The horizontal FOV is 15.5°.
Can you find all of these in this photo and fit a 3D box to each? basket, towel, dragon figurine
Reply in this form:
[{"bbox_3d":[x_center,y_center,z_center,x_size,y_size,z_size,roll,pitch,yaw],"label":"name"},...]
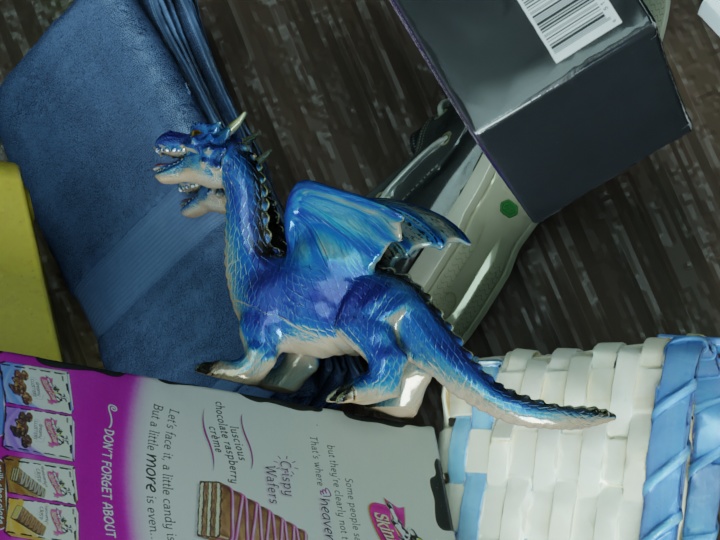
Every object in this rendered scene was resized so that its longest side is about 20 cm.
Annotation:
[{"bbox_3d":[0.126,0.104,0.989,0.199,0.139,0.177,7,79,19],"label":"basket"},{"bbox_3d":[-0.078,-0.014,1.082,0.112,0.048,0.200,-39,69,35],"label":"towel"},{"bbox_3d":[0.000,0.000,0.966,0.199,0.059,0.100,10,86,32],"label":"dragon figurine"}]

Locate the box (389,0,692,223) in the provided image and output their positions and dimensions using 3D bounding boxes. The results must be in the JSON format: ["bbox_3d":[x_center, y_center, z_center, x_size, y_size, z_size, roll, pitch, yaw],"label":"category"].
[{"bbox_3d":[0.036,-0.132,0.977,0.079,0.141,0.200,-32,73,7],"label":"box"}]

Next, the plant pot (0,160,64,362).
[{"bbox_3d":[-0.200,0.055,1.035,0.176,0.200,0.201,-13,75,-6],"label":"plant pot"}]

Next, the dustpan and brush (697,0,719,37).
[{"bbox_3d":[0.251,-0.133,1.063,0.200,0.057,0.140,-41,74,-1],"label":"dustpan and brush"}]

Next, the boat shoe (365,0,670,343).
[{"bbox_3d":[0.051,-0.053,1.074,0.068,0.072,0.200,33,83,36],"label":"boat shoe"}]

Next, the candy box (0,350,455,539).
[{"bbox_3d":[-0.065,0.105,0.908,0.199,0.061,0.137,11,40,-18],"label":"candy box"}]
